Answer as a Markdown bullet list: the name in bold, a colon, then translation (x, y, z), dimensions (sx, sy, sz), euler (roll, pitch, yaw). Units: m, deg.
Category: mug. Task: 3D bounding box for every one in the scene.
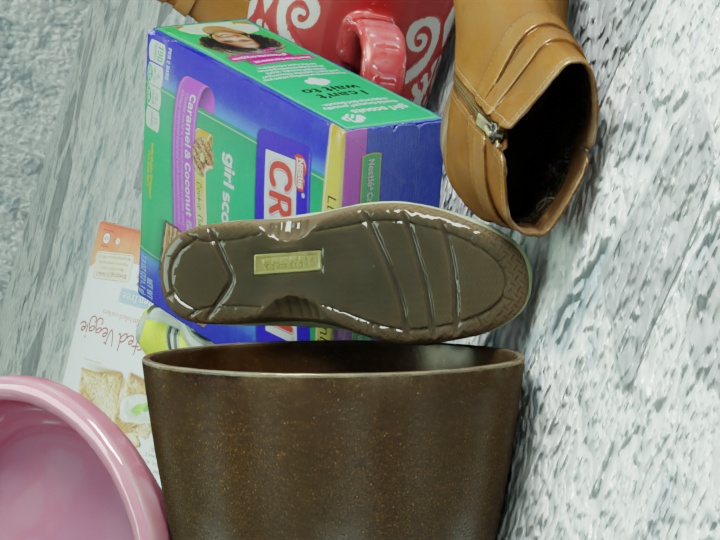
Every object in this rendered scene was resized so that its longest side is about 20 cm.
- **mug**: translation (-0.023, -0.111, 1.637), dimensions (0.178, 0.133, 0.200), euler (-51, -21, -60)

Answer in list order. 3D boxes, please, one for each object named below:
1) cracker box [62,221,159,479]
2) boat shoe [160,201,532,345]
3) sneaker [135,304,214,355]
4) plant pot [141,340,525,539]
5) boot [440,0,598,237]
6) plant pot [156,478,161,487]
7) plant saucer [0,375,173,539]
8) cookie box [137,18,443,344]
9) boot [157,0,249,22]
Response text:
- **cracker box**: translation (-0.135, 0.078, 1.788), dimensions (0.134, 0.058, 0.201), euler (13, 91, 46)
- **boat shoe**: translation (0.000, 0.000, 1.408), dimensions (0.076, 0.199, 0.072), euler (8, -93, -68)
- **sneaker**: translation (-0.074, 0.079, 1.629), dimensions (0.200, 0.075, 0.077), euler (28, 91, 44)
- **plant pot**: translation (-0.012, 0.141, 1.327), dimensions (0.187, 0.186, 0.201), euler (-165, 74, -77)
- **boot**: translation (0.079, -0.120, 1.342), dimensions (0.155, 0.076, 0.201), euler (-120, 42, -73)
- **plant pot**: translation (-0.064, 0.204, 1.472), dimensions (0.135, 0.200, 0.200), euler (53, 140, 26)
- **plant saucer**: translation (-0.162, 0.153, 1.391), dimensions (0.200, 0.051, 0.201), euler (3, 95, 39)
- **cookie box**: translation (-0.043, -0.034, 1.543), dimensions (0.200, 0.075, 0.172), euler (29, 123, 47)
- **boot**: translation (-0.108, -0.198, 2.051), dimensions (0.074, 0.154, 0.200), euler (-100, 26, -59)
